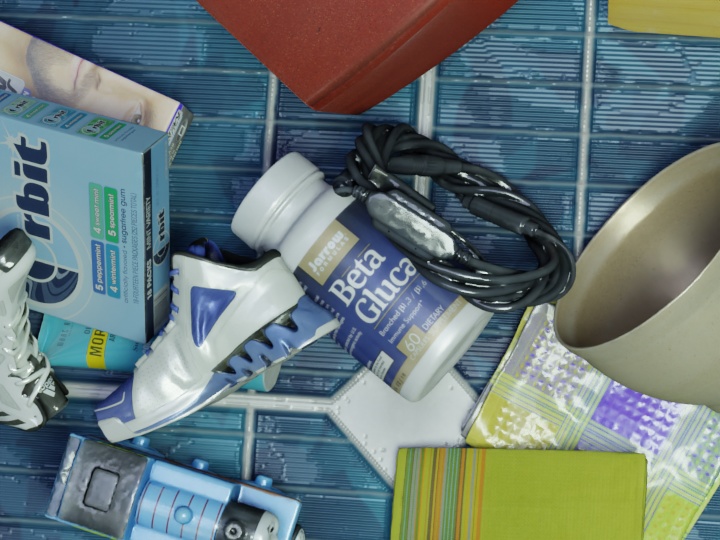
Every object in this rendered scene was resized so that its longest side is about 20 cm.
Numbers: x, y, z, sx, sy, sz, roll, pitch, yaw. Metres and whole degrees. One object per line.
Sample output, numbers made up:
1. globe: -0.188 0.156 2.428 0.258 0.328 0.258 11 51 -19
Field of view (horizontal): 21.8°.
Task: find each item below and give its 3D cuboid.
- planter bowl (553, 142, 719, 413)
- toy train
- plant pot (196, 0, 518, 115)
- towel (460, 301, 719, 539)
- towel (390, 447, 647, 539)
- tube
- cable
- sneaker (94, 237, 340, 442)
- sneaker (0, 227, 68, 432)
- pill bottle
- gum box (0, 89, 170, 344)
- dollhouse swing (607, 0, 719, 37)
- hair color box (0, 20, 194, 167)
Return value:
1. planter bowl: 0.261 0.022 1.393 0.135 0.200 0.200 42 91 -17
2. toy train: -0.142 0.185 1.451 0.200 0.114 0.087 17 87 9
3. plant pot: -0.010 -0.230 1.448 0.200 0.200 0.176 44 104 9
4. towel: 0.191 0.119 1.463 0.200 0.023 0.144 32 88 9
5. towel: 0.120 0.180 1.437 0.200 0.018 0.086 -1 71 20
6. tube: -0.163 0.055 1.505 0.200 0.050 0.077 9 71 13
7. cable: 0.075 -0.040 1.434 0.200 0.163 0.051 30 116 -2
8. sneaker: -0.122 0.041 1.427 0.199 0.081 0.115 -30 85 17
9. sneaker: -0.265 0.053 1.466 0.115 0.201 0.076 35 48 -3
10. pill bottle: 0.000 0.000 1.453 0.200 0.111 0.111 39 90 9
11. gum box: -0.245 -0.048 1.461 0.200 0.045 0.170 15 123 19
12. dollhouse swing: 0.295 -0.257 1.398 0.176 0.200 0.182 20 87 9
13. hair color box: -0.250 -0.124 1.522 0.200 0.065 0.109 24 87 7
